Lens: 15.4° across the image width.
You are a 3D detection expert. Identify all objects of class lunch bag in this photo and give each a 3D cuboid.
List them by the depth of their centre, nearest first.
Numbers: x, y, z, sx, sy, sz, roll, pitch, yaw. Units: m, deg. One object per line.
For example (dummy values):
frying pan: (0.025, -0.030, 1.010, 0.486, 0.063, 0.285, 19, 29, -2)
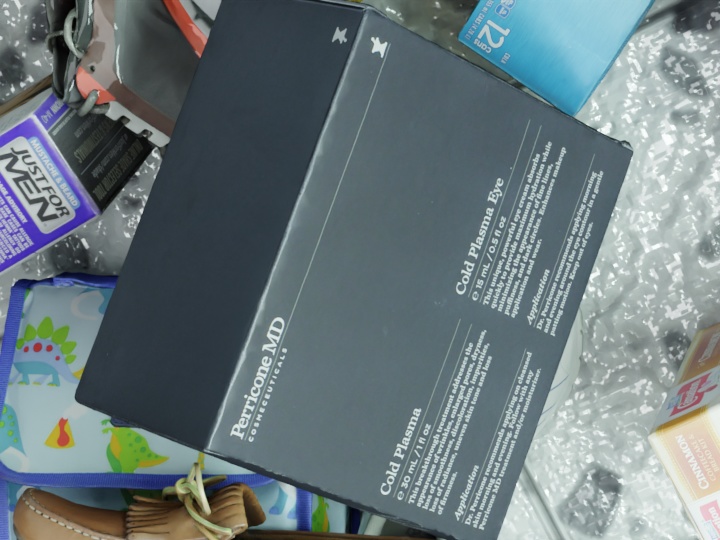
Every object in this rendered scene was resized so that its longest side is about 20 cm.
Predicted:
lunch bag: (-0.091, 0.102, 1.323, 0.169, 0.127, 0.202, 0, 94, 13)

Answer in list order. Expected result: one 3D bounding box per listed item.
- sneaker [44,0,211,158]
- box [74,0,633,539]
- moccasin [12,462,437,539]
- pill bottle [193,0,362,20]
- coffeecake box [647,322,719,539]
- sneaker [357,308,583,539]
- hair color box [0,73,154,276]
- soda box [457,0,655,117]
sneaker: (-0.108, -0.089, 1.265, 0.077, 0.082, 0.201, 1, 125, 60)
box: (0.000, 0.000, 1.186, 0.104, 0.182, 0.201, 15, 83, 48)
moccasin: (-0.060, 0.126, 1.219, 0.200, 0.074, 0.078, 12, 96, 12)
pill bottle: (0.005, -0.198, 1.205, 0.200, 0.111, 0.111, -38, 94, 22)
coffeecake box: (0.241, 0.040, 1.190, 0.199, 0.154, 0.073, -26, 98, 21)
sneaker: (0.051, 0.081, 1.292, 0.074, 0.087, 0.201, 23, 110, 8)
hair color box: (-0.205, -0.024, 1.314, 0.199, 0.109, 0.065, -28, 104, 20)
soda box: (0.127, -0.173, 1.204, 0.068, 0.064, 0.201, 34, 112, 2)
